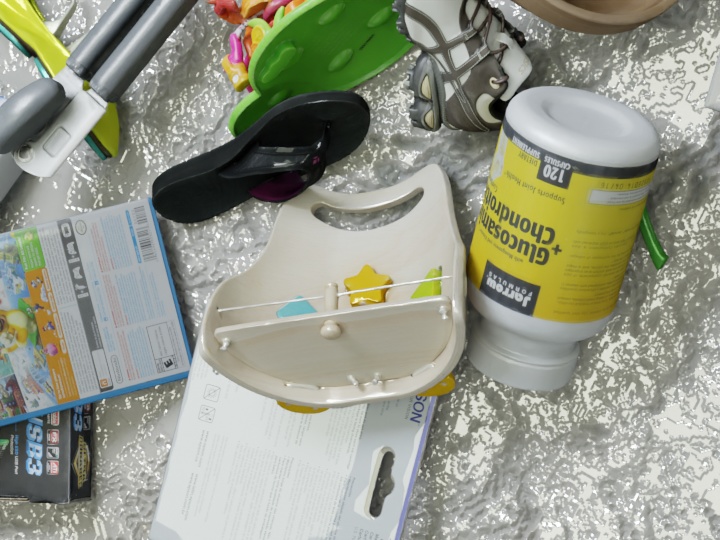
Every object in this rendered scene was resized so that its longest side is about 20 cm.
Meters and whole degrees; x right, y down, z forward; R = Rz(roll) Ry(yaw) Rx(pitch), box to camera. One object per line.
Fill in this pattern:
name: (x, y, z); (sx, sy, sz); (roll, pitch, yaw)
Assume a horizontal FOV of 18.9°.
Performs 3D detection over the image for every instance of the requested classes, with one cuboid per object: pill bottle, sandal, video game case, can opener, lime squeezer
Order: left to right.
video game case: (-0.241, 0.036, 1.670); (0.199, 0.018, 0.144); (-14, 92, -7)
can opener: (-0.198, -0.153, 1.624); (0.053, 0.066, 0.200); (42, 91, 17)
sandal: (-0.071, -0.073, 1.629); (0.200, 0.075, 0.048); (-27, 52, 30)
pill bottle: (0.136, -0.020, 1.534); (0.112, 0.112, 0.201); (21, 117, 17)
lime squeezer: (0.162, -0.091, 1.588); (0.200, 0.038, 0.071); (39, 134, 13)

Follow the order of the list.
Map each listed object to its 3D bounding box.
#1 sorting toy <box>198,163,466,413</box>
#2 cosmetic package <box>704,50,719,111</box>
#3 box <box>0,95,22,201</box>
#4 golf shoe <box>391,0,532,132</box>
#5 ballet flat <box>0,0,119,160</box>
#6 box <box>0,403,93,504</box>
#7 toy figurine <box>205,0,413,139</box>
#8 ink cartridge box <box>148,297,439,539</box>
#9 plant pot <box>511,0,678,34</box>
sorting toy: (0.000, 0.000, 1.589); (0.199, 0.107, 0.181); (-8, 52, 19)
cosmetic package: (0.348, -0.136, 1.494); (0.199, 0.090, 0.107); (15, 98, 14)
box: (-0.354, -0.063, 1.714); (0.122, 0.048, 0.200); (32, 83, 24)
golf shoe: (0.078, -0.172, 1.524); (0.094, 0.200, 0.078); (14, 60, 18)
ballet flat: (-0.239, -0.179, 1.699); (0.067, 0.067, 0.200); (-40, 77, -3)
box: (-0.310, 0.083, 1.731); (0.197, 0.050, 0.201); (0, 90, 17)
toy figurine: (-0.064, -0.228, 1.626); (0.200, 0.150, 0.185); (-45, 62, 38)
ink cartridge box: (-0.046, 0.140, 1.649); (0.199, 0.041, 0.201); (17, 95, 17)
plant pot: (0.139, -0.252, 1.534); (0.093, 0.200, 0.202); (-33, 78, 57)
